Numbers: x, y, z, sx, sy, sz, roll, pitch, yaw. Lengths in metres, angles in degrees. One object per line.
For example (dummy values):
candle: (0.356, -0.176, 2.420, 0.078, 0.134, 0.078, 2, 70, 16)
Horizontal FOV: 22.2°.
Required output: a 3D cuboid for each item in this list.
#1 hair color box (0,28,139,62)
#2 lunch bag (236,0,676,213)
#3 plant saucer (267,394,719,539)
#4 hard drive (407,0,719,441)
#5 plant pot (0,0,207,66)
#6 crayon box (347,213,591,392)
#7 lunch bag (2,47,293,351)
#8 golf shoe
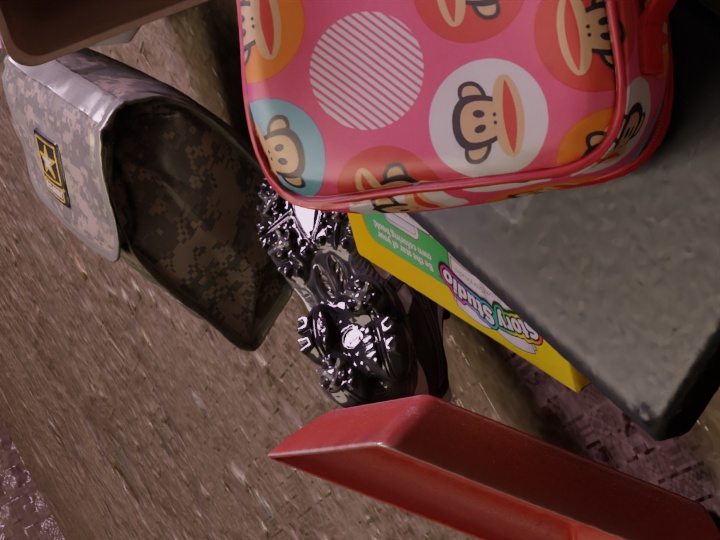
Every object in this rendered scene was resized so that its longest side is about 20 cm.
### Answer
hair color box: (-0.182, -0.191, 1.173, 0.200, 0.099, 0.061, 155, 103, -71)
lunch bag: (0.039, -0.125, 0.662, 0.175, 0.082, 0.202, -6, 90, 28)
plant saucer: (0.071, 0.111, 0.941, 0.198, 0.037, 0.200, 23, 166, -14)
hard drive: (0.084, -0.051, 0.713, 0.200, 0.033, 0.140, 44, 120, 29)
plant pot: (-0.123, -0.247, 0.902, 0.177, 0.199, 0.201, -130, 21, -60)
crayon box: (0.051, -0.058, 0.881, 0.200, 0.058, 0.174, 34, 146, 53)
lunch bag: (-0.135, -0.061, 1.166, 0.200, 0.118, 0.164, 41, 176, -38)
golf shoe: (0.000, 0.000, 1.054, 0.094, 0.077, 0.201, 28, -140, -47)
